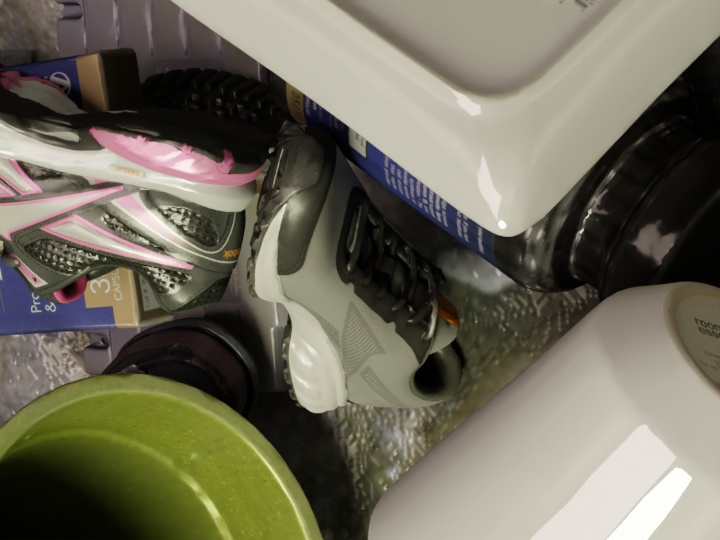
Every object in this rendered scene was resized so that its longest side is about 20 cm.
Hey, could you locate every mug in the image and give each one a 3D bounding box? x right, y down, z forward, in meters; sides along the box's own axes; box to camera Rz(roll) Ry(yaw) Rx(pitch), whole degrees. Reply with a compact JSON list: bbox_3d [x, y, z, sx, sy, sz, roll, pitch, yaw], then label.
[{"bbox_3d":[0.111,0.080,0.959,0.149,0.187,0.153,39,120,4],"label":"mug"}]

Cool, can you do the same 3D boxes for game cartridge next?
[{"bbox_3d":[-0.084,-0.045,1.186,0.130,0.038,0.200,3,102,31],"label":"game cartridge"}]

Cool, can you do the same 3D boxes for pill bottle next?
[{"bbox_3d":[0.067,-0.061,1.024,0.200,0.112,0.112,38,119,24],"label":"pill bottle"}]

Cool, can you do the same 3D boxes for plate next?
[{"bbox_3d":[0.050,-0.136,0.986,0.200,0.200,0.032,38,160,24],"label":"plate"}]

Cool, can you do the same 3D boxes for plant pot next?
[{"bbox_3d":[-0.148,0.162,1.132,0.190,0.200,0.200,-19,88,50],"label":"plant pot"}]

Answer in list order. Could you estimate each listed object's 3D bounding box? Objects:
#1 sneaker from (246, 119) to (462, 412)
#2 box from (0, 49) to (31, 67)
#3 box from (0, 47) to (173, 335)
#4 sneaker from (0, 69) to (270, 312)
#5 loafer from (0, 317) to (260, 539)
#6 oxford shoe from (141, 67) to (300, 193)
[{"bbox_3d":[0.000,0.000,1.064,0.079,0.200,0.074,7,63,15],"label":"sneaker"},{"bbox_3d":[-0.267,-0.041,1.267,0.200,0.115,0.132,-3,97,34],"label":"box"},{"bbox_3d":[-0.180,-0.029,1.125,0.200,0.032,0.121,-5,96,34],"label":"box"},{"bbox_3d":[-0.138,-0.030,1.035,0.200,0.080,0.086,14,106,25],"label":"sneaker"},{"bbox_3d":[-0.119,0.087,1.195,0.072,0.063,0.200,48,139,-8],"label":"loafer"},{"bbox_3d":[-0.095,-0.044,1.143,0.200,0.073,0.084,1,121,35],"label":"oxford shoe"}]
